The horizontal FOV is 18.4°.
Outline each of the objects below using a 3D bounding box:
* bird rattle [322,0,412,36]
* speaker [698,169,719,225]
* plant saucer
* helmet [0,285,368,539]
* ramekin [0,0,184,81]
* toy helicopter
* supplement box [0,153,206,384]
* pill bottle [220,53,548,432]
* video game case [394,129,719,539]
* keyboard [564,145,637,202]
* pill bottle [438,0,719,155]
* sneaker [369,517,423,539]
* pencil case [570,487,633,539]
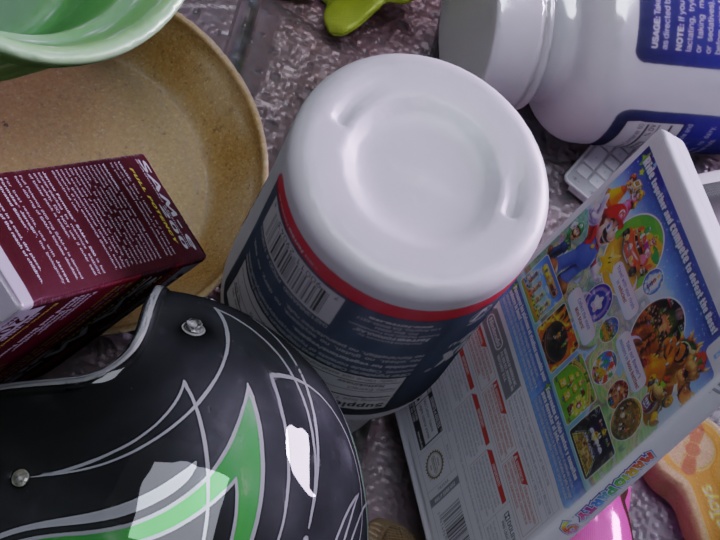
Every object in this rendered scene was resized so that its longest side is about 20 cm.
[{"bbox_3d":[0.007,-0.237,1.208,0.162,0.113,0.200,27,55,16],"label":"bird rattle"},{"bbox_3d":[0.229,-0.020,1.170,0.198,0.081,0.082,-11,68,-28],"label":"speaker"},{"bbox_3d":[-0.145,-0.053,1.100,0.198,0.035,0.202,7,62,-14],"label":"plant saucer"},{"bbox_3d":[-0.088,0.114,0.949,0.189,0.200,0.201,-21,72,-10],"label":"helmet"},{"bbox_3d":[-0.176,-0.184,1.043,0.199,0.097,0.202,9,75,-38],"label":"ramekin"},{"bbox_3d":[0.177,0.160,1.090,0.131,0.079,0.201,-11,58,-13],"label":"toy helicopter"},{"bbox_3d":[-0.152,0.009,0.926,0.061,0.108,0.200,57,17,4],"label":"supplement box"},{"bbox_3d":[0.000,0.000,1.025,0.118,0.200,0.121,7,63,-14],"label":"pill bottle"},{"bbox_3d":[0.094,0.049,1.018,0.018,0.200,0.144,25,33,-32],"label":"video game case"},{"bbox_3d":[0.198,-0.001,1.199,0.200,0.011,0.056,41,60,4],"label":"keyboard"},{"bbox_3d":[0.149,-0.125,1.179,0.198,0.120,0.121,4,63,-18],"label":"pill bottle"},{"bbox_3d":[-0.004,0.204,1.002,0.070,0.109,0.201,33,25,-20],"label":"sneaker"},{"bbox_3d":[0.101,0.105,1.074,0.094,0.090,0.202,41,47,-47],"label":"pencil case"}]
